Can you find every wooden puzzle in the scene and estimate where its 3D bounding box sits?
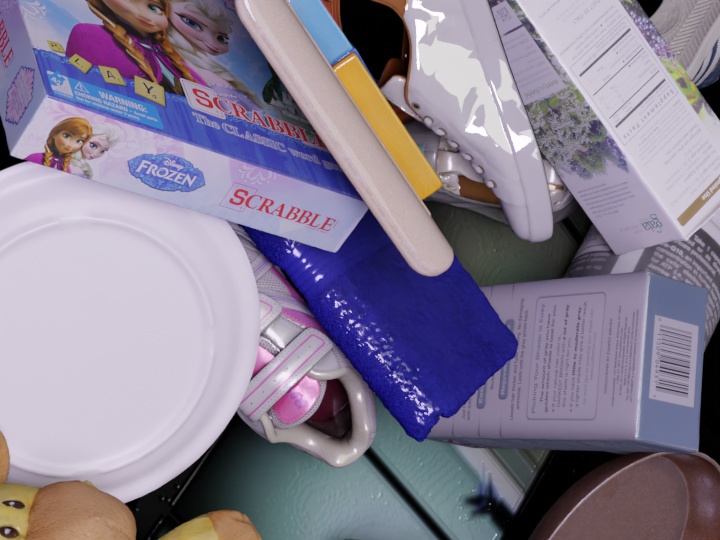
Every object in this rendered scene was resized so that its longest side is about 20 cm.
[{"bbox_3d":[-0.009,-0.105,0.847,0.037,0.200,0.186,-32,110,8],"label":"wooden puzzle"}]

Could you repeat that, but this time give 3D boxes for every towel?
[{"bbox_3d":[0.000,0.000,0.921,0.201,0.050,0.147,51,31,5],"label":"towel"}]

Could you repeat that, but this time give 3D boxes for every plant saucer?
[{"bbox_3d":[0.174,0.204,1.073,0.199,0.034,0.202,-19,126,-29],"label":"plant saucer"}]

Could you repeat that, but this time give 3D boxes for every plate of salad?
[{"bbox_3d":[-0.151,0.033,0.816,0.198,0.048,0.203,-7,112,-18],"label":"plate of salad"}]

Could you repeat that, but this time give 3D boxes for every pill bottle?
[{"bbox_3d":[0.201,0.019,1.104,0.114,0.113,0.201,47,60,-26],"label":"pill bottle"}]

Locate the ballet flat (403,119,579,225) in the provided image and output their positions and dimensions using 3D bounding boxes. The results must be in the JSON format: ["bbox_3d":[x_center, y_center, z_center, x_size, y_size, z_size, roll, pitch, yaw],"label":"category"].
[{"bbox_3d":[0.104,-0.066,1.064,0.198,0.063,0.068,4,87,-40],"label":"ballet flat"}]

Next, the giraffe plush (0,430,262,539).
[{"bbox_3d":[-0.148,0.164,0.766,0.199,0.173,0.163,-30,122,-5],"label":"giraffe plush"}]

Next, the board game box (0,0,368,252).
[{"bbox_3d":[-0.109,-0.112,0.829,0.199,0.041,0.201,16,34,-38],"label":"board game box"}]

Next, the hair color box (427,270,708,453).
[{"bbox_3d":[0.122,0.061,0.979,0.060,0.199,0.100,14,77,-37],"label":"hair color box"}]

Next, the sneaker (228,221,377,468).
[{"bbox_3d":[-0.053,0.044,0.891,0.199,0.088,0.081,36,101,-31],"label":"sneaker"}]

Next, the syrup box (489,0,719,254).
[{"bbox_3d":[0.159,-0.114,1.017,0.081,0.079,0.201,-43,101,-24],"label":"syrup box"}]

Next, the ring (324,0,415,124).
[{"bbox_3d":[0.035,-0.184,0.996,0.199,0.019,0.203,-25,127,-39],"label":"ring"}]

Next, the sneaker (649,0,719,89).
[{"bbox_3d":[0.235,-0.154,1.182,0.200,0.075,0.085,-45,149,-18],"label":"sneaker"}]

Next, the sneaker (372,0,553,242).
[{"bbox_3d":[0.060,-0.102,0.973,0.084,0.073,0.202,-22,105,3],"label":"sneaker"}]
